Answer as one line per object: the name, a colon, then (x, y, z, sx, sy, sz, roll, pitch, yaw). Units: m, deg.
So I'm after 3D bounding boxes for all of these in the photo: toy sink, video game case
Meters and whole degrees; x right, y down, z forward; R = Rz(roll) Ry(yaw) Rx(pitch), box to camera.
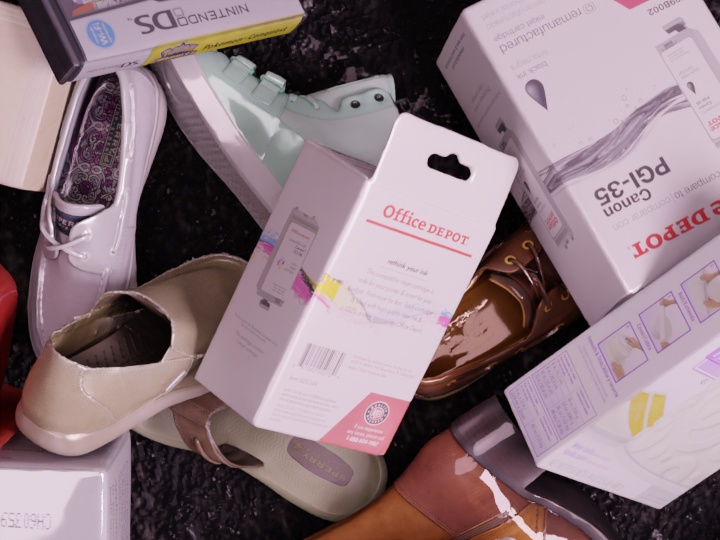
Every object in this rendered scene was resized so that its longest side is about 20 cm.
toy sink: (-0.278, -0.120, 1.247, 0.200, 0.130, 0.112, 16, 91, -1)
video game case: (-0.145, -0.218, 1.227, 0.181, 0.025, 0.200, -19, 77, -41)

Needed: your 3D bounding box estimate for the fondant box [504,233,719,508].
fondant box: (0.206, 0.056, 1.210, 0.200, 0.144, 0.058, -39, 54, 23)

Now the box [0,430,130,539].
box: (-0.244, 0.199, 1.243, 0.199, 0.131, 0.200, 2, 96, 0)

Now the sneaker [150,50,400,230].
sneaker: (-0.046, -0.107, 1.283, 0.118, 0.074, 0.201, -35, 82, -15)

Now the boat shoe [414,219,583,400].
boat shoe: (0.104, 0.014, 1.280, 0.200, 0.068, 0.072, -37, 90, 0)

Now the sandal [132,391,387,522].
sandal: (-0.073, 0.092, 1.285, 0.201, 0.057, 0.080, 25, 90, 0)

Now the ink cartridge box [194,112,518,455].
ink cartridge box: (0.000, 0.000, 1.213, 0.067, 0.116, 0.200, 34, 101, 44)

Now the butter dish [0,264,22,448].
butter dish: (-0.279, 0.012, 1.207, 0.199, 0.200, 0.148, 19, 97, -1)

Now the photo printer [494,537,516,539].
photo printer: (0.070, 0.272, 1.243, 0.166, 0.069, 0.200, -23, 109, 26)

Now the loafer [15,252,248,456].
loafer: (-0.122, 0.040, 1.230, 0.076, 0.200, 0.068, 34, 134, 19)

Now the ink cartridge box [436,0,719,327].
ink cartridge box: (0.161, -0.088, 1.240, 0.146, 0.083, 0.200, -27, 79, -16)

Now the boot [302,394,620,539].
boot: (0.062, 0.203, 1.282, 0.200, 0.069, 0.188, -39, 113, 9)

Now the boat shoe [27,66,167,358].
boat shoe: (-0.168, -0.034, 1.262, 0.072, 0.069, 0.200, 19, 89, 17)
